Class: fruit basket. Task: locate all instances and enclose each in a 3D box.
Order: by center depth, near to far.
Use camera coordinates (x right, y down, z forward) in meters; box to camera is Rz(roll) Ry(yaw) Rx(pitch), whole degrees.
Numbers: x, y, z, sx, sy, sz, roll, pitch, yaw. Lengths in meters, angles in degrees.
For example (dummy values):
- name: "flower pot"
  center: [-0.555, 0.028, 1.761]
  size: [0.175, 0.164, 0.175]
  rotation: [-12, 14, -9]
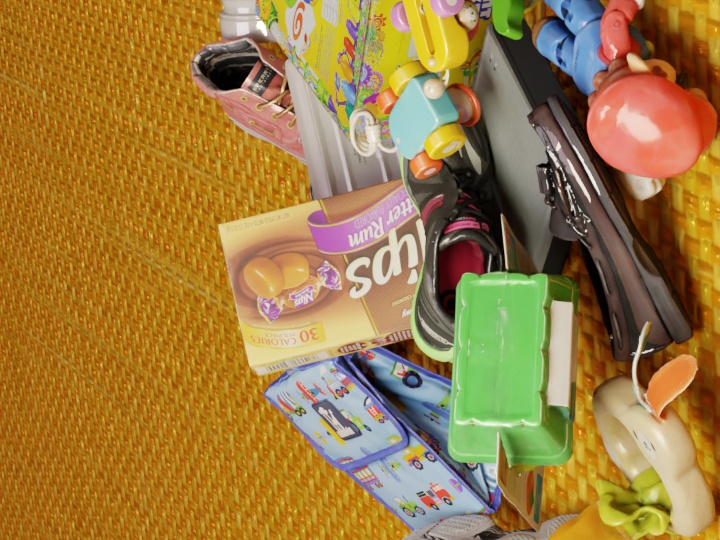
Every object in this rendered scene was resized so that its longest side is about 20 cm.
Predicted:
- name: "fruit basket"
  center: [0.121, 0.077, 1.544]
  size: [0.200, 0.093, 0.187]
  rotation: [42, -130, -64]

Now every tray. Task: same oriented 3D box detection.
- name: "tray"
  center: [0.004, -0.099, 1.845]
  size: [0.022, 0.106, 0.202]
  rotation: [27, -131, -75]

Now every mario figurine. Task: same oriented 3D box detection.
- name: "mario figurine"
  center: [0.192, -0.133, 1.507]
  size: [0.124, 0.106, 0.201]
  rotation: [51, -172, -41]

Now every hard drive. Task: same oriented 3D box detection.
- name: "hard drive"
  center: [0.122, -0.077, 1.655]
  size: [0.201, 0.033, 0.140]
  rotation: [100, 149, -60]

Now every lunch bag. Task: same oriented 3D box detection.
- name: "lunch bag"
  center: [0.020, 0.118, 1.804]
  size: [0.199, 0.095, 0.150]
  rotation: [35, 156, -12]

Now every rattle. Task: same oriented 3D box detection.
- name: "rattle"
  center: [0.168, 0.134, 1.517]
  size: [0.200, 0.142, 0.131]
  rotation: [75, 177, -68]

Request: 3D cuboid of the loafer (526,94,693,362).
- name: "loafer"
  center: [0.160, -0.023, 1.514]
  size: [0.201, 0.063, 0.072]
  rotation: [58, -168, -16]

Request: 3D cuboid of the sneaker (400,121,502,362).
- name: "sneaker"
  center: [0.076, -0.035, 1.622]
  size: [0.084, 0.076, 0.202]
  rotation: [152, 115, -67]

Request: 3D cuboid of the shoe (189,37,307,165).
- name: "shoe"
  center: [-0.062, -0.143, 1.911]
  size: [0.199, 0.091, 0.072]
  rotation: [24, 80, 40]

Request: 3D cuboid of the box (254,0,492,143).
- name: "box"
  center: [0.015, -0.245, 1.741]
  size: [0.193, 0.121, 0.201]
  rotation: [55, 147, 40]

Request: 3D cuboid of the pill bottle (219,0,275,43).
- name: "pill bottle"
  center: [-0.092, -0.308, 1.947]
  size: [0.112, 0.112, 0.202]
  rotation: [20, 120, 61]

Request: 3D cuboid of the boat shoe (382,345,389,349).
- name: "boat shoe"
  center: [-0.002, 0.086, 2.006]
  size: [0.072, 0.071, 0.201]
  rotation: [-85, -6, -48]

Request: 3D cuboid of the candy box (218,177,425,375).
- name: "candy box"
  center: [0.000, 0.000, 1.700]
  size: [0.056, 0.198, 0.118]
  rotation: [59, -162, -79]

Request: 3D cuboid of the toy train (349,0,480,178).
- name: "toy train"
  center: [0.038, -0.171, 1.581]
  size: [0.150, 0.055, 0.202]
  rotation: [33, 132, 50]

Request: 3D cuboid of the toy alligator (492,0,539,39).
- name: "toy alligator"
  center: [0.095, -0.246, 1.561]
  size: [0.054, 0.059, 0.201]
  rotation: [-47, 40, 30]

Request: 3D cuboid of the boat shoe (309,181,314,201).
- name: "boat shoe"
  center: [0.016, -0.013, 1.886]
  size: [0.200, 0.070, 0.073]
  rotation: [54, 146, 42]

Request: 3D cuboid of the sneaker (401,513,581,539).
- name: "sneaker"
  center: [0.120, 0.256, 1.721]
  size: [0.198, 0.075, 0.116]
  rotation: [-6, 106, 25]
